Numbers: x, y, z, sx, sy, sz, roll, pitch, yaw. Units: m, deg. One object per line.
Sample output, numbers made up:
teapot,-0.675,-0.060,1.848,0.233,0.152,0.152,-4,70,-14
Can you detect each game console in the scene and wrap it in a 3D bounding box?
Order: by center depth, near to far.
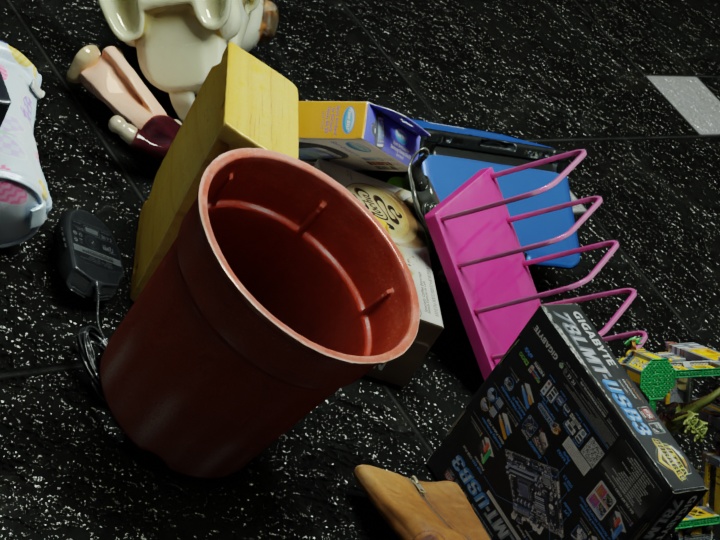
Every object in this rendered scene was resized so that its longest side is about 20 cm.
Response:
game console,0.114,-0.083,1.753,0.199,0.119,0.170,6,9,-35

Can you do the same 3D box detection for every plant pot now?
plant pot,-0.091,0.046,1.302,0.200,0.195,0.202,29,35,-23

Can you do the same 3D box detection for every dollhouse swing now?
dollhouse swing,-0.077,-0.046,1.445,0.175,0.201,0.182,20,34,-17

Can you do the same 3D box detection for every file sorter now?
file sorter,0.172,0.006,1.571,0.139,0.125,0.201,-39,112,-56

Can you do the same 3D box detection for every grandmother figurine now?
grandmother figurine,-0.192,-0.133,1.593,0.200,0.061,0.121,44,30,17

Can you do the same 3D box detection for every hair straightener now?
hair straightener,0.087,-0.020,1.588,0.077,0.041,0.201,-89,160,-69

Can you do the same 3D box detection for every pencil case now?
pencil case,-0.312,-0.109,1.437,0.090,0.083,0.201,14,37,-25

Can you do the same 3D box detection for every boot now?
boot,0.045,0.207,1.306,0.187,0.069,0.200,11,26,-32

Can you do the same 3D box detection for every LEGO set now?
LEGO set,0.272,0.147,1.538,0.153,0.202,0.116,-11,14,-22

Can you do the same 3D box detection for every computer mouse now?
computer mouse,-0.221,0.031,1.388,0.058,0.034,0.201,26,36,-38

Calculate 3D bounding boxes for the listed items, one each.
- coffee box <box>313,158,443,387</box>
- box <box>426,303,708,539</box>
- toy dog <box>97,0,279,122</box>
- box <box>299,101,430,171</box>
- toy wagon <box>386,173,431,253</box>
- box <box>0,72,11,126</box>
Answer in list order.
coffee box,0.000,0.000,1.562,0.112,0.080,0.201,19,34,-20
box,0.161,0.165,1.375,0.049,0.199,0.200,-2,45,-39
toy dog,-0.151,-0.255,1.703,0.200,0.139,0.195,-49,123,-69
box,-0.037,-0.126,1.594,0.199,0.042,0.119,6,-9,28
toy wagon,0.099,-0.072,1.778,0.154,0.040,0.201,3,43,-38
box,-0.371,-0.134,1.328,0.104,0.183,0.201,7,41,-35
